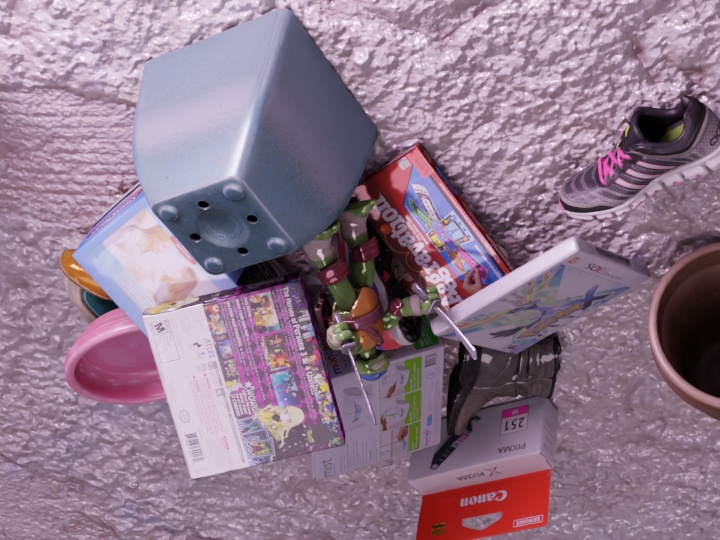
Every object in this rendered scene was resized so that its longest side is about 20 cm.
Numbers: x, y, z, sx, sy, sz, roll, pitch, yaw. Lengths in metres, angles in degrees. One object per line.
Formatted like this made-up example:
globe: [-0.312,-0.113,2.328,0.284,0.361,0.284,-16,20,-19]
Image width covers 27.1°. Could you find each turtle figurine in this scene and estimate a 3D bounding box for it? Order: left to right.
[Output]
turtle figurine: [0.022,0.031,1.591,0.143,0.200,0.195,-22,105,-9]

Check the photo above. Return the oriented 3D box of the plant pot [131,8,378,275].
plant pot: [-0.121,-0.113,1.561,0.195,0.201,0.197,-16,132,28]

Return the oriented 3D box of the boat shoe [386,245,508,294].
boat shoe: [0.073,0.000,1.742,0.199,0.063,0.071,4,140,11]

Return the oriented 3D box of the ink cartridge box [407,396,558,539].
ink cartridge box: [0.153,0.260,1.926,0.199,0.174,0.044,-17,131,29]

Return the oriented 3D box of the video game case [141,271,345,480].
video game case: [-0.126,0.117,1.637,0.180,0.036,0.201,-14,106,5]

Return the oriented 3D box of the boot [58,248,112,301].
boot: [-0.249,-0.021,1.800,0.200,0.071,0.144,20,133,-17]

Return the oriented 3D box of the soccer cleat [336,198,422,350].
soccer cleat: [0.000,0.000,1.704,0.073,0.068,0.201,-19,102,31]

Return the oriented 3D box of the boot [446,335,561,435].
boot: [0.180,0.151,1.885,0.130,0.068,0.201,7,140,-3]

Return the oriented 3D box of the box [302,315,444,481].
box: [0.006,0.148,1.843,0.175,0.097,0.201,-16,139,-12]

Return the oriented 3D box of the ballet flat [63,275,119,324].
ballet flat: [-0.319,0.067,1.920,0.069,0.070,0.201,-8,133,22]

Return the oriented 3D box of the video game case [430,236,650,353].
video game case: [0.205,0.033,1.690,0.199,0.022,0.182,-32,153,28]

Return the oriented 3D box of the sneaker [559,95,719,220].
sneaker: [0.285,-0.122,1.549,0.199,0.074,0.087,-23,128,27]

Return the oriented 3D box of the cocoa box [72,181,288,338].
cocoa box: [-0.200,-0.005,1.693,0.133,0.131,0.200,-36,105,21]

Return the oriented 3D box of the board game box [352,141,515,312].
board game box: [0.084,-0.038,1.674,0.103,0.019,0.200,-31,106,28]

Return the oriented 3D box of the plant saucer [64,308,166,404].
plant saucer: [-0.266,0.099,1.845,0.199,0.051,0.201,-10,149,-6]

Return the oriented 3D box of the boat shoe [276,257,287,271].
boat shoe: [-0.126,0.064,1.853,0.072,0.072,0.201,12,139,1]

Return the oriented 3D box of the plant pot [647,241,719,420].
plant pot: [0.423,0.091,1.685,0.199,0.201,0.175,2,156,11]
